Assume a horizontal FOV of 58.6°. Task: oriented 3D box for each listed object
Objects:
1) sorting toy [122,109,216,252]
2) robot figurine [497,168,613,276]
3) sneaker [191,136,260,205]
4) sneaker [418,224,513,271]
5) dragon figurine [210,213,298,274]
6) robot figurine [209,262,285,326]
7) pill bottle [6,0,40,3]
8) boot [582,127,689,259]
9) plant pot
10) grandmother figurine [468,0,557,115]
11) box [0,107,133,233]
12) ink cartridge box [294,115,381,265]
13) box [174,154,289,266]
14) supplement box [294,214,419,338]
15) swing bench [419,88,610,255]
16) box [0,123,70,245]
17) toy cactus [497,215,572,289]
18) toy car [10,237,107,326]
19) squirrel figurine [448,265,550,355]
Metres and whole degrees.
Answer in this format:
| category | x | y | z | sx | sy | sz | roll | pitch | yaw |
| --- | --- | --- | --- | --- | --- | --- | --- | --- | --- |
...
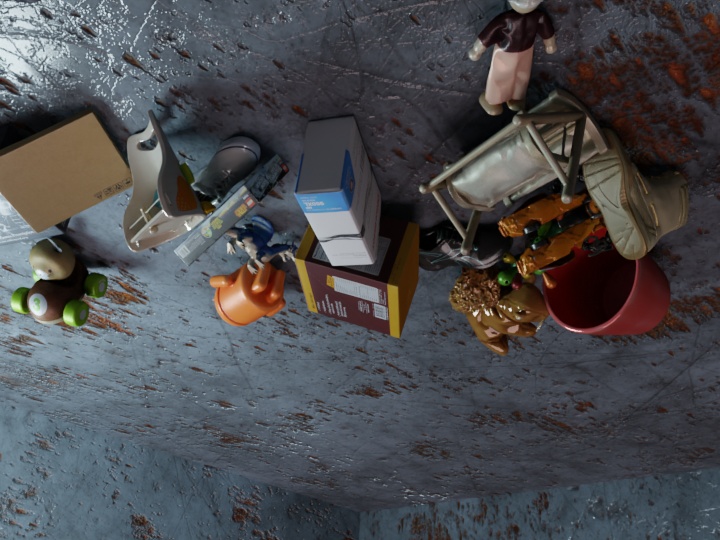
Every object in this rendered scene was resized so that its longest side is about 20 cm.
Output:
| category | x | y | z | sx | sy | sz | roll | pitch | yaw |
| --- | --- | --- | --- | --- | --- | --- | --- | --- | --- |
| sorting toy | -0.325 | -0.151 | 1.033 | 0.105 | 0.185 | 0.198 | -20 | 179 | -38 |
| robot figurine | 0.332 | -0.080 | 1.046 | 0.196 | 0.148 | 0.058 | -25 | 175 | -1 |
| sneaker | -0.237 | -0.155 | 1.099 | 0.072 | 0.073 | 0.198 | 26 | 143 | -30 |
| sneaker | 0.186 | -0.046 | 1.202 | 0.195 | 0.077 | 0.080 | -11 | 143 | 24 |
| dragon figurine | -0.207 | -0.066 | 1.250 | 0.199 | 0.101 | 0.058 | 42 | 139 | -17 |
| robot figurine | -0.243 | 0.050 | 1.391 | 0.142 | 0.119 | 0.198 | -14 | 169 | -46 |
| pill bottle | -0.433 | -0.373 | 0.746 | 0.194 | 0.109 | 0.107 | 6 | 149 | 0 |
| boot | 0.433 | -0.138 | 0.997 | 0.153 | 0.205 | 0.072 | -25 | -178 | -30 |
| plant pot | 0.466 | 0.030 | 1.183 | 0.174 | 0.206 | 0.199 | 18 | 148 | -36 |
| grandmother figurine | 0.196 | -0.294 | 0.822 | 0.118 | 0.061 | 0.202 | -19 | 148 | -14 |
| box | -0.497 | -0.163 | 1.072 | 0.196 | 0.021 | 0.165 | -28 | 142 | -7 |
| ink cartridge box | -0.030 | -0.122 | 1.045 | 0.082 | 0.148 | 0.201 | -2 | 148 | 16 |
| box | -0.216 | -0.102 | 1.083 | 0.198 | 0.138 | 0.040 | -35 | 105 | 32 |
| supplement box | 0.000 | 0.000 | 1.209 | 0.195 | 0.135 | 0.199 | 15 | 151 | 13 |
| swing bench | 0.226 | -0.152 | 0.939 | 0.197 | 0.200 | 0.131 | -31 | 97 | 45 |
| box | -0.652 | -0.145 | 1.155 | 0.194 | 0.107 | 0.183 | -8 | 145 | 20 |
| toy cactus | 0.330 | -0.040 | 1.152 | 0.102 | 0.202 | 0.165 | 38 | -177 | 9 |
| toy car | -0.661 | -0.002 | 1.361 | 0.160 | 0.160 | 0.203 | 12 | 139 | 10 |
| squirrel figurine | 0.276 | 0.061 | 1.271 | 0.197 | 0.144 | 0.186 | 31 | 166 | -7 |
